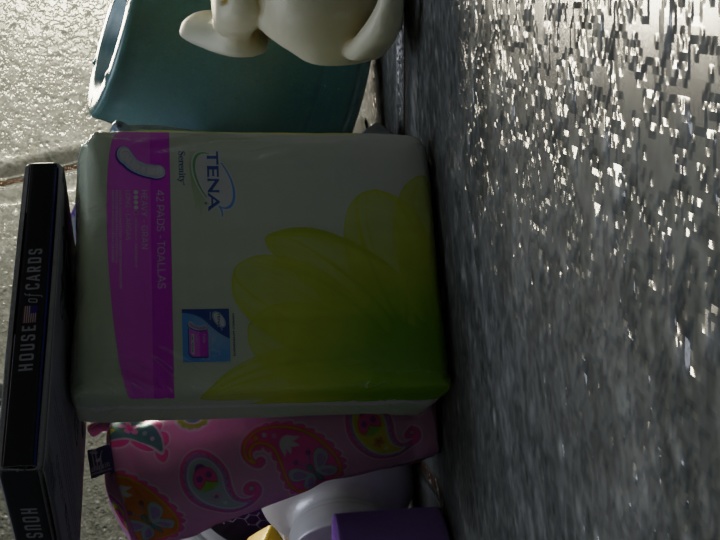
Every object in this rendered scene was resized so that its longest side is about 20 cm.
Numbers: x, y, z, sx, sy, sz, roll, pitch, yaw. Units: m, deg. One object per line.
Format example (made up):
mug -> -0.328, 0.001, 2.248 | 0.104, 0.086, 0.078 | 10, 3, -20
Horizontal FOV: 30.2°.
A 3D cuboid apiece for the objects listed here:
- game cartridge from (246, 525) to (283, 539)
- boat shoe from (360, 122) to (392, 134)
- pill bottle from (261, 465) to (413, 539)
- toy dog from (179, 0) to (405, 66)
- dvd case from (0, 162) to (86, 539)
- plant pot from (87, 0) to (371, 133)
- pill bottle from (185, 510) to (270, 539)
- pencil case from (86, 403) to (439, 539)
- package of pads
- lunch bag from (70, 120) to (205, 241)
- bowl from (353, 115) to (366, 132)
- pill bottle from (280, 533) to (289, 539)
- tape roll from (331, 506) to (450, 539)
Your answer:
game cartridge -> -0.031, 0.292, 0.913 | 0.200, 0.032, 0.176 | 56, -168, -5
boat shoe -> -0.004, -0.023, 0.864 | 0.072, 0.071, 0.200 | -54, 5, 39
pill bottle -> -0.021, 0.120, 0.962 | 0.201, 0.110, 0.111 | -98, 6, -45
toy dog -> -0.039, -0.234, 0.813 | 0.194, 0.139, 0.201 | -130, 35, -62
dvd case -> -0.165, 0.065, 0.711 | 0.151, 0.025, 0.201 | 94, 172, -47
plant pot -> -0.114, -0.165, 1.083 | 0.200, 0.187, 0.201 | -164, 90, -70
pill bottle -> -0.080, 0.166, 1.144 | 0.200, 0.112, 0.113 | -51, 29, 32
pencil case -> -0.055, 0.097, 0.781 | 0.087, 0.199, 0.088 | 164, 90, -82
package of pads -> -0.056, 0.000, 0.733 | 0.068, 0.199, 0.155 | 114, 155, -66
lunch bag -> -0.124, 0.017, 0.968 | 0.200, 0.127, 0.170 | 45, 116, 32
bowl -> -0.025, -0.022, 1.200 | 0.200, 0.074, 0.201 | -97, 6, -58
pill bottle -> -0.024, 0.256, 1.088 | 0.200, 0.112, 0.113 | 92, 174, -53
tape roll -> 0.021, 0.242, 0.783 | 0.200, 0.065, 0.201 | 178, 90, -85
